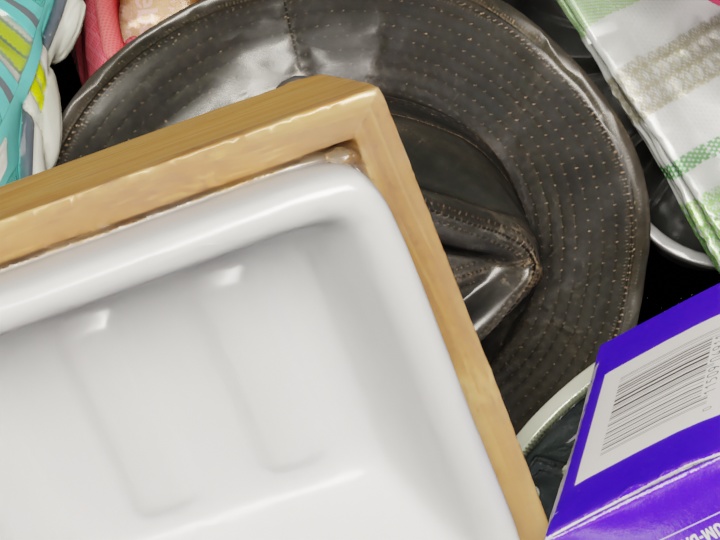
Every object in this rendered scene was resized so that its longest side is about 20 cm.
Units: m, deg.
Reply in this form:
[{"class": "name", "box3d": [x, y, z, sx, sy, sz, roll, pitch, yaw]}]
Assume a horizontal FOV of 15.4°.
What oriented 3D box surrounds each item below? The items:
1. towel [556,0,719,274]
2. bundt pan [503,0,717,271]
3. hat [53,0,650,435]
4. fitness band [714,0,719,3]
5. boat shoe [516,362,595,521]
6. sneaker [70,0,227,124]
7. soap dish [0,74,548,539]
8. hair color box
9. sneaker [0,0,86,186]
[{"class": "towel", "box3d": [0.162, -0.058, 0.856, 0.149, 0.031, 0.200, -28, 76, -9]}, {"class": "bundt pan", "box3d": [0.140, -0.087, 0.911, 0.202, 0.076, 0.202, 0, 78, 0]}, {"class": "hat", "box3d": [0.000, 0.000, 0.806, 0.200, 0.081, 0.201, -1, 97, -11]}, {"class": "fitness band", "box3d": [0.120, -0.170, 0.815, 0.143, 0.037, 0.200, -2, 70, -33]}, {"class": "boat shoe", "box3d": [0.061, 0.103, 0.826, 0.199, 0.066, 0.075, -43, 125, -5]}, {"class": "sneaker", "box3d": [-0.060, -0.038, 0.864, 0.074, 0.087, 0.200, -16, 77, -4]}, {"class": "soap dish", "box3d": [-0.064, 0.042, 0.722, 0.200, 0.081, 0.157, -19, 120, 6]}, {"class": "hair color box", "box3d": [0.136, 0.111, 0.752, 0.065, 0.109, 0.200, -30, 106, 26]}, {"class": "sneaker", "box3d": [-0.128, -0.073, 0.795, 0.077, 0.080, 0.200, -12, 67, 22]}]
